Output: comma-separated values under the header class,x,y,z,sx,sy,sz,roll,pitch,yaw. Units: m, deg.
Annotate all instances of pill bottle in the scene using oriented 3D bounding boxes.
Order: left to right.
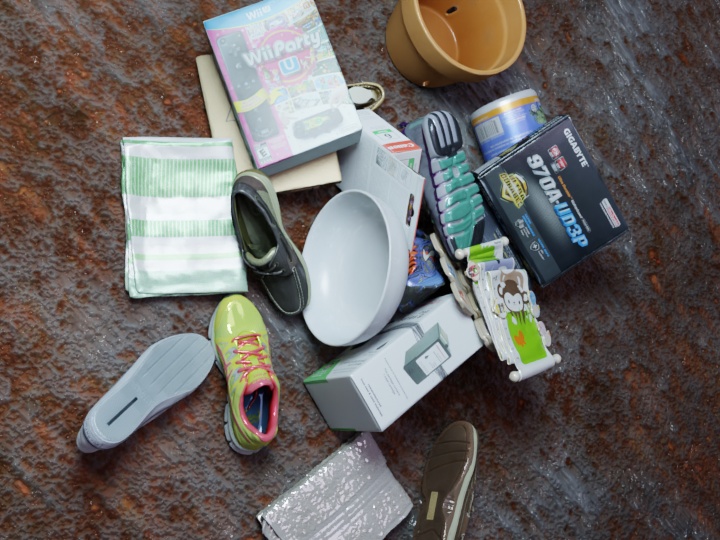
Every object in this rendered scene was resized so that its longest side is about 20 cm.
class,x,y,z,sx,sy,sz,roll,pitch,yaw
pill bottle,0.254,-0.168,1.248,0.111,0.112,0.202,-21,91,-30

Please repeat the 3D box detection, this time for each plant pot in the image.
class,x,y,z,sx,sy,sz,roll,pitch,yaw
plant pot,0.130,-0.365,1.201,0.198,0.140,0.203,6,78,-27

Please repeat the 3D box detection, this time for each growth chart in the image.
class,x,y,z,sx,sy,sz,roll,pitch,yaw
growth chart,0.201,0.050,1.064,0.144,0.018,0.202,-23,89,-48

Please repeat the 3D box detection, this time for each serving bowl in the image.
class,x,y,z,sx,sy,sz,roll,pitch,yaw
serving bowl,0.000,0.000,1.032,0.065,0.199,0.203,10,75,-35

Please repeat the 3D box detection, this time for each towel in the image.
class,x,y,z,sx,sy,sz,roll,pitch,yaw
towel,-0.224,-0.069,1.006,0.151,0.023,0.203,-3,83,-20
towel,-0.030,0.316,1.046,0.199,0.034,0.133,-35,98,-29

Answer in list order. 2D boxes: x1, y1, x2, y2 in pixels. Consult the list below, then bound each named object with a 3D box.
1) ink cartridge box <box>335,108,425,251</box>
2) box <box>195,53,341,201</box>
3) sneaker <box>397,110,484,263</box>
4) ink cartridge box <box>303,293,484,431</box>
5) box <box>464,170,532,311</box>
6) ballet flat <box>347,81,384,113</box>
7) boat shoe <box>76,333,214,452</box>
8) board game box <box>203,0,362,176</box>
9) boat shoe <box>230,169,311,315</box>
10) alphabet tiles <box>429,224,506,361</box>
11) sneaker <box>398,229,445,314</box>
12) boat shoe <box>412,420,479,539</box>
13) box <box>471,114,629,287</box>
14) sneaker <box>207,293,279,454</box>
class,x,y,z,sx,sy,sz,roll,pitch,yaw
ink cartridge box,0.037,-0.124,1.060,0.050,0.200,0.110,-14,129,-30
box,-0.122,-0.201,1.067,0.161,0.021,0.203,-11,86,-6
sneaker,0.106,-0.110,1.070,0.074,0.087,0.203,-20,102,-36
ink cartridge box,0.044,0.122,1.059,0.199,0.146,0.085,-34,97,-30
box,0.184,-0.038,1.172,0.201,0.051,0.158,59,22,-5
ballet flat,-0.052,-0.235,1.121,0.198,0.063,0.069,-20,90,-30
boat shoe,-0.257,0.140,0.938,0.074,0.067,0.200,57,39,-2
board game box,-0.100,-0.241,1.030,0.146,0.064,0.202,-21,85,-6
boat shoe,-0.121,-0.025,1.010,0.066,0.071,0.203,-60,138,-58
alphabet tiles,0.156,0.028,1.113,0.195,0.014,0.202,38,28,-54
sneaker,0.073,-0.002,1.106,0.079,0.075,0.200,48,20,-3
boat shoe,0.127,0.317,1.120,0.075,0.074,0.204,42,60,-41
box,0.280,-0.102,1.176,0.158,0.046,0.201,-32,104,2
sneaker,-0.134,0.125,0.993,0.077,0.090,0.203,-9,83,-28
